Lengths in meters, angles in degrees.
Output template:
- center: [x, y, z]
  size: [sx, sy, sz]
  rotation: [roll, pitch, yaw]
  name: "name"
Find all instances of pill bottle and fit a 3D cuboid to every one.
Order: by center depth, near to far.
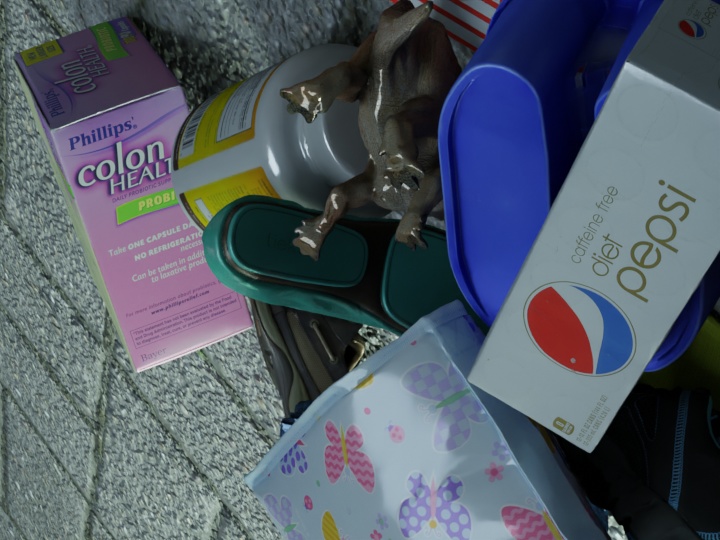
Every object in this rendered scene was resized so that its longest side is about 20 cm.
- center: [-0.034, -0.074, 0.977]
  size: [0.200, 0.109, 0.110]
  rotation: [-11, 108, 62]
  name: "pill bottle"

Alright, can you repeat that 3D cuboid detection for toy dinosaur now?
- center: [0.030, -0.083, 0.814]
  size: [0.086, 0.136, 0.200]
  rotation: [21, 143, 24]
  name: "toy dinosaur"

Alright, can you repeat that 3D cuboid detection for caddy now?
- center: [0.118, -0.050, 0.756]
  size: [0.141, 0.105, 0.201]
  rotation: [13, 133, 24]
  name: "caddy"

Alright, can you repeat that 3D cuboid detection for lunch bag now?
- center: [0.050, 0.126, 0.845]
  size: [0.170, 0.127, 0.200]
  rotation: [57, 148, 13]
  name: "lunch bag"

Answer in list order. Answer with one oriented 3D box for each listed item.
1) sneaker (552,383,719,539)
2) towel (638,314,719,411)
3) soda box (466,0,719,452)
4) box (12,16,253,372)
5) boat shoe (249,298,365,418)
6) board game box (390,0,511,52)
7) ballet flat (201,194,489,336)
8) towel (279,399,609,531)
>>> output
- center: [0.150, 0.091, 0.850]
  size: [0.073, 0.082, 0.200]
  rotation: [58, 177, -40]
  name: "sneaker"
- center: [0.164, 0.043, 0.861]
  size: [0.200, 0.018, 0.086]
  rotation: [42, 149, 30]
  name: "towel"
- center: [0.113, -0.015, 0.664]
  size: [0.068, 0.064, 0.200]
  rotation: [30, 137, 8]
  name: "soda box"
- center: [-0.169, -0.061, 1.182]
  size: [0.176, 0.096, 0.201]
  rotation: [-129, 21, -59]
  name: "box"
- center: [-0.031, 0.062, 1.156]
  size: [0.075, 0.073, 0.201]
  rotation: [90, 163, -66]
  name: "boat shoe"
- center: [0.025, -0.211, 0.807]
  size: [0.200, 0.046, 0.152]
  rotation: [37, 146, 36]
  name: "board game box"
- center: [0.000, 0.000, 0.916]
  size: [0.070, 0.199, 0.068]
  rotation: [-2, 74, 66]
  name: "ballet flat"
- center: [0.054, 0.133, 0.995]
  size: [0.199, 0.049, 0.112]
  rotation: [3, 137, 19]
  name: "towel"
